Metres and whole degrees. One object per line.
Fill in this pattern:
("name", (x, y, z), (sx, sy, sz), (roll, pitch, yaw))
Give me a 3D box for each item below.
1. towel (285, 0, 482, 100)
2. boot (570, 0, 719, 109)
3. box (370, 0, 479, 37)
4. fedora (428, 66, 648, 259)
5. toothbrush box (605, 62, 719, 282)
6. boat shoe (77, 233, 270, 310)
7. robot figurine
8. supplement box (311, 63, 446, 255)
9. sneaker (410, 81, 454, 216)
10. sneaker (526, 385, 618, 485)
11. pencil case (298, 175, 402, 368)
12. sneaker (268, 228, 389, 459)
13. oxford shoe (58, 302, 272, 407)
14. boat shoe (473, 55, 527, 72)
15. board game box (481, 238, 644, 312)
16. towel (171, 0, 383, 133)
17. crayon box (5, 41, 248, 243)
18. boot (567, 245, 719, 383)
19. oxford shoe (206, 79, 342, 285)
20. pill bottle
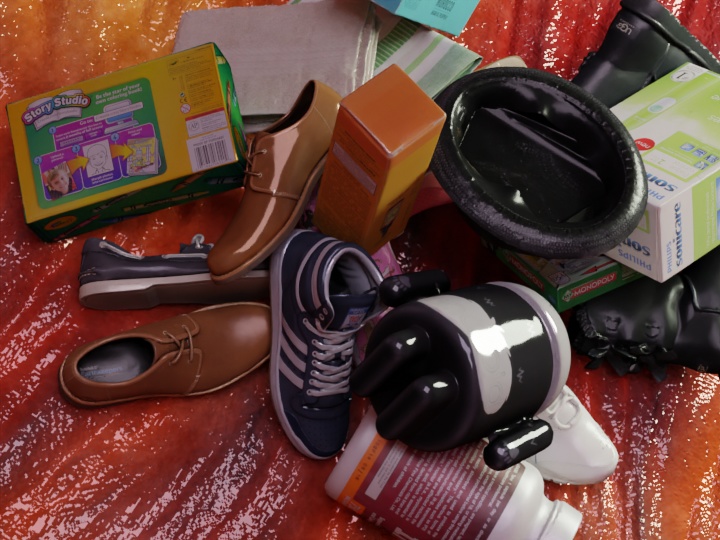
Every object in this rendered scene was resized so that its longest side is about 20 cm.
("towel", (-0.011, -0.193, 1.681), (0.200, 0.023, 0.153), (33, 66, 30))
("boot", (0.252, -0.166, 1.730), (0.076, 0.200, 0.168), (41, 99, 28))
("box", (0.042, -0.265, 1.671), (0.082, 0.200, 0.049), (33, 101, 16))
("fedora", (0.140, -0.075, 1.534), (0.200, 0.092, 0.201), (6, 58, -9))
("toothbrush box", (0.283, -0.092, 1.626), (0.200, 0.086, 0.145), (-31, 41, -26))
("boat shoe", (-0.148, -0.007, 1.591), (0.199, 0.073, 0.063), (-4, 71, -8))
("robot figurine", (0.082, 0.078, 1.468), (0.200, 0.125, 0.151), (-14, 103, -48))
("supplement box", (0.011, -0.081, 1.487), (0.066, 0.200, 0.069), (-37, 73, -24))
("sneaker", (0.087, -0.110, 1.634), (0.200, 0.087, 0.074), (-29, 49, -25))
("sneaker", (0.147, 0.111, 1.590), (0.200, 0.087, 0.075), (40, 58, 5))
("pencil case", (0.000, 0.000, 1.609), (0.083, 0.087, 0.200), (-10, 67, -37))
("sneaker", (-0.024, 0.066, 1.526), (0.070, 0.108, 0.201), (-10, 98, -33))
("oxford shoe", (-0.155, 0.071, 1.544), (0.199, 0.071, 0.072), (-17, 80, -17))
("boat shoe", (0.091, -0.134, 1.692), (0.200, 0.074, 0.069), (-29, 69, -22))
("board game box", (0.229, -0.039, 1.662), (0.200, 0.029, 0.135), (-22, 38, -19))
("towel", (-0.082, -0.187, 1.655), (0.199, 0.035, 0.133), (-1, 58, 16))
("crayon box", (-0.204, -0.112, 1.595), (0.199, 0.058, 0.119), (-16, 69, 7))
("boot", (0.278, 0.011, 1.672), (0.162, 0.073, 0.199), (10, 60, 2))
("oxford shoe", (-0.079, -0.077, 1.549), (0.071, 0.071, 0.200), (44, 69, -30))
("pill bottle", (0.080, 0.190, 1.528), (0.200, 0.113, 0.113), (31, 65, 4))
